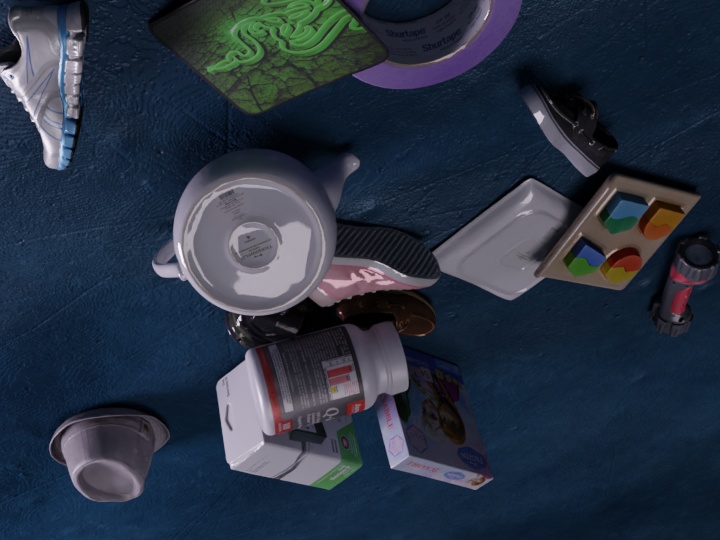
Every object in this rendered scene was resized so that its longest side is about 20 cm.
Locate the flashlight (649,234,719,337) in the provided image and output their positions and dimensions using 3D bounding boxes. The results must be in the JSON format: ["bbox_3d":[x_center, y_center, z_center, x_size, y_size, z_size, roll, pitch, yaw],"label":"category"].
[{"bbox_3d":[0.491,0.029,1.757,0.067,0.068,0.201,-14,145,-7],"label":"flashlight"}]

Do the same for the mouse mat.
[{"bbox_3d":[-0.090,-0.223,1.136,0.198,0.008,0.160,-17,140,35],"label":"mouse mat"}]

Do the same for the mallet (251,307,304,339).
[{"bbox_3d":[-0.070,0.016,1.442,0.065,0.041,0.200,28,134,-12],"label":"mallet"}]

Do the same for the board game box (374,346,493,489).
[{"bbox_3d":[0.099,0.214,1.739,0.041,0.202,0.199,-37,142,29],"label":"board game box"}]

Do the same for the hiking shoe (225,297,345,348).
[{"bbox_3d":[-0.078,0.070,1.571,0.197,0.077,0.101,10,142,-32],"label":"hiking shoe"}]

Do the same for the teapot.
[{"bbox_3d":[-0.120,-0.054,1.326,0.197,0.147,0.200,17,112,-9],"label":"teapot"}]

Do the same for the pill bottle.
[{"bbox_3d":[-0.044,0.136,1.525,0.197,0.117,0.117,-14,147,-10],"label":"pill bottle"}]

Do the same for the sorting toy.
[{"bbox_3d":[0.353,-0.044,1.585,0.198,0.037,0.186,5,132,-37],"label":"sorting toy"}]

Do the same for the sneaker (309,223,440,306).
[{"bbox_3d":[0.000,0.000,1.506,0.197,0.076,0.105,10,139,-27],"label":"sneaker"}]

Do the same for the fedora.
[{"bbox_3d":[-0.372,0.287,1.747,0.174,0.091,0.201,-17,146,2],"label":"fedora"}]

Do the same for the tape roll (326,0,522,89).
[{"bbox_3d":[0.057,-0.273,1.147,0.197,0.066,0.201,-11,147,-8],"label":"tape roll"}]

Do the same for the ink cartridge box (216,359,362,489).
[{"bbox_3d":[-0.105,0.228,1.721,0.198,0.148,0.084,20,134,-42],"label":"ink cartridge box"}]

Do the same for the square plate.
[{"bbox_3d":[0.218,-0.031,1.592,0.197,0.029,0.199,-38,141,29],"label":"square plate"}]

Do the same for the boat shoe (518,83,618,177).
[{"bbox_3d":[0.252,-0.174,1.369,0.066,0.071,0.199,-36,142,16],"label":"boat shoe"}]

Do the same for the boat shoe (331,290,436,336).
[{"bbox_3d":[0.032,0.064,1.615,0.198,0.068,0.072,21,132,-42],"label":"boat shoe"}]

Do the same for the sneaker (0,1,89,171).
[{"bbox_3d":[-0.311,-0.182,1.134,0.085,0.076,0.202,5,137,-11],"label":"sneaker"}]
